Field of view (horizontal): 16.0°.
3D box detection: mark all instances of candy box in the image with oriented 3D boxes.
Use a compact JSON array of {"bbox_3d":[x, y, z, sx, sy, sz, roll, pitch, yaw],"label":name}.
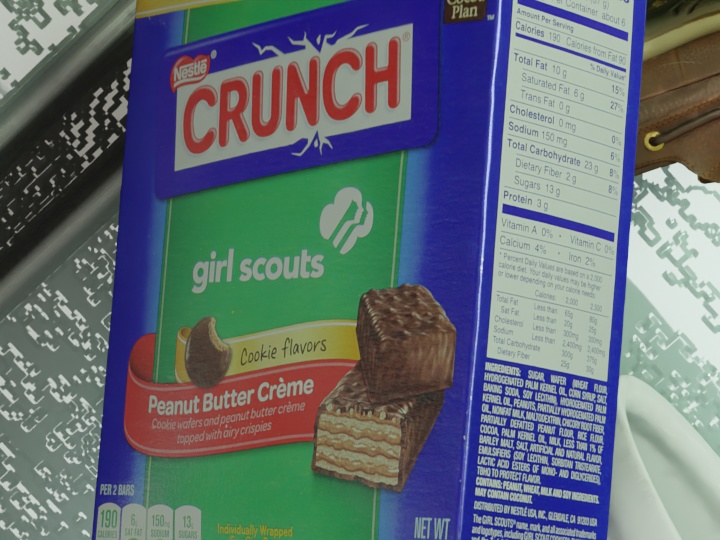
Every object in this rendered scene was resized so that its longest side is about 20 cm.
[{"bbox_3d":[0.000,0.000,0.826,0.168,0.077,0.201,-4,77,44],"label":"candy box"}]

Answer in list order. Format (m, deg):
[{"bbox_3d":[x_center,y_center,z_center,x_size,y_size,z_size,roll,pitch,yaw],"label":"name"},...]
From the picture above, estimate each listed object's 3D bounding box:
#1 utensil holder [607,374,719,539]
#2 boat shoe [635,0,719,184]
[{"bbox_3d":[0.057,0.161,0.882,0.200,0.170,0.170,-36,97,14],"label":"utensil holder"},{"bbox_3d":[0.124,-0.066,0.877,0.199,0.072,0.068,-15,106,15],"label":"boat shoe"}]
